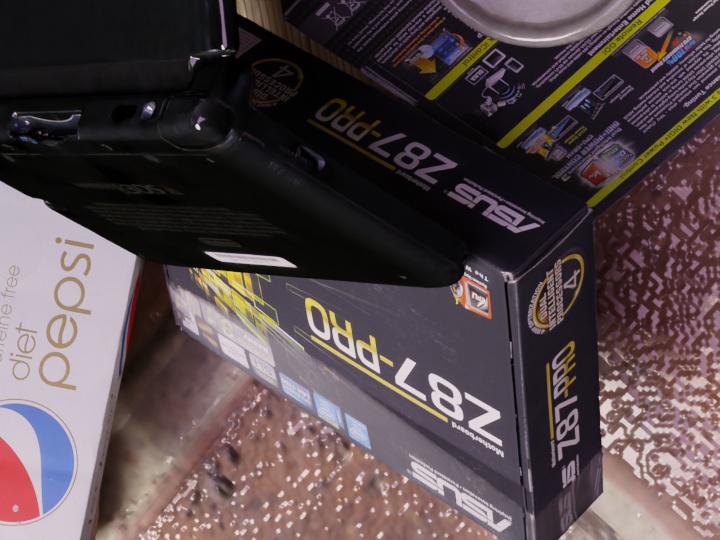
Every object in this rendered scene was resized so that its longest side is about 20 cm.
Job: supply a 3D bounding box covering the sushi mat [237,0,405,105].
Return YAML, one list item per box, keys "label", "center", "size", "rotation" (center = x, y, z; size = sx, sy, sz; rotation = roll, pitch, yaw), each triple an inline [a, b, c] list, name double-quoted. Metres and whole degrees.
- label: "sushi mat"
  center: [-0.015, -0.040, 0.872]
  size: [0.096, 0.012, 0.200]
  rotation: [4, 110, 42]

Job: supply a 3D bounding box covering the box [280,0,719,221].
- label: "box"
  center: [0.093, -0.124, 0.736]
  size: [0.160, 0.044, 0.200]
  rotation: [30, 121, -32]

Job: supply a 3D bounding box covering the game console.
- label: "game console"
  center: [-0.063, -0.083, 0.717]
  size: [0.200, 0.176, 0.116]
  rotation: [5, 69, 54]

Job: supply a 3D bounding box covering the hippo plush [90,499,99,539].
- label: "hippo plush"
  center: [-0.220, 0.115, 0.933]
  size: [0.159, 0.161, 0.200]
  rotation: [-36, 90, 26]

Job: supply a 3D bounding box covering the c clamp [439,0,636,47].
- label: "c clamp"
  center: [0.047, -0.163, 0.656]
  size: [0.200, 0.027, 0.171]
  rotation: [-42, 81, 26]

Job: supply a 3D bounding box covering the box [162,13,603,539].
- label: "box"
  center: [0.000, 0.000, 0.797]
  size: [0.200, 0.049, 0.161]
  rotation: [31, 150, 31]

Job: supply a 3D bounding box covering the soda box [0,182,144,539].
- label: "soda box"
  center: [-0.135, 0.047, 0.876]
  size: [0.068, 0.064, 0.200]
  rotation: [11, 83, -3]
